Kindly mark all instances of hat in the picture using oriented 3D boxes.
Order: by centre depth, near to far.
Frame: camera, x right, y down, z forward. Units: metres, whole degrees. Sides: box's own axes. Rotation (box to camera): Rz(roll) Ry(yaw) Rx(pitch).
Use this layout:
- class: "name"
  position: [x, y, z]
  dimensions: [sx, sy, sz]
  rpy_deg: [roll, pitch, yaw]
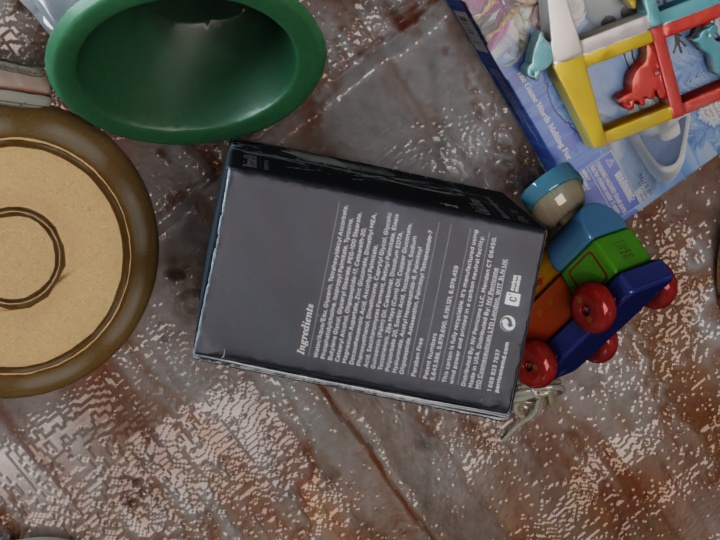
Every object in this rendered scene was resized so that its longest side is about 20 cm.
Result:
- class: "hat"
  position: [-0.102, -0.200, 1.241]
  dimensions: [0.198, 0.166, 0.177]
  rpy_deg: [-3, 58, -4]

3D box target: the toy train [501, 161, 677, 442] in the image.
- class: "toy train"
  position: [0.120, 0.024, 1.342]
  dimensions: [0.084, 0.200, 0.116]
  rpy_deg: [-17, 67, -42]

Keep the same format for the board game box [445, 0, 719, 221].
- class: "board game box"
  position: [0.192, -0.161, 1.343]
  dimensions: [0.198, 0.043, 0.201]
  rpy_deg: [-36, 109, -7]

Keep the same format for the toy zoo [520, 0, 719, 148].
- class: "toy zoo"
  position: [0.199, -0.167, 1.309]
  dimensions: [0.199, 0.020, 0.132]
  rpy_deg: [-22, 107, -10]

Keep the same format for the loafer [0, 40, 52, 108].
- class: "loafer"
  position: [-0.288, -0.145, 1.207]
  dimensions: [0.198, 0.072, 0.063]
  rpy_deg: [8, 92, -13]

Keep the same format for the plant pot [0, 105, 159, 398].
- class: "plant pot"
  position: [-0.229, -0.011, 1.269]
  dimensions: [0.198, 0.027, 0.202]
  rpy_deg: [-3, 101, -14]

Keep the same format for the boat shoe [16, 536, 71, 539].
- class: "boat shoe"
  position: [-0.242, 0.226, 1.295]
  dimensions: [0.199, 0.074, 0.060]
  rpy_deg: [3, 142, -31]

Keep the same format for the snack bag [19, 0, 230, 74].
- class: "snack bag"
  position: [-0.152, -0.235, 1.248]
  dimensions: [0.188, 0.021, 0.200]
  rpy_deg: [-40, 109, -5]

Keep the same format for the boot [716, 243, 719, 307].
- class: "boot"
  position: [0.339, -0.046, 1.396]
  dimensions: [0.143, 0.071, 0.203]
  rpy_deg: [-11, 123, -32]

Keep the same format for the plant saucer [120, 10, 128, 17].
- class: "plant saucer"
  position: [-0.111, -0.257, 1.235]
  dimensions: [0.070, 0.019, 0.200]
  rpy_deg: [44, 86, -19]

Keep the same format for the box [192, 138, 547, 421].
- class: "box"
  position: [0.000, 0.000, 1.224]
  dimensions: [0.195, 0.200, 0.125]
  rpy_deg: [10, 98, -5]
